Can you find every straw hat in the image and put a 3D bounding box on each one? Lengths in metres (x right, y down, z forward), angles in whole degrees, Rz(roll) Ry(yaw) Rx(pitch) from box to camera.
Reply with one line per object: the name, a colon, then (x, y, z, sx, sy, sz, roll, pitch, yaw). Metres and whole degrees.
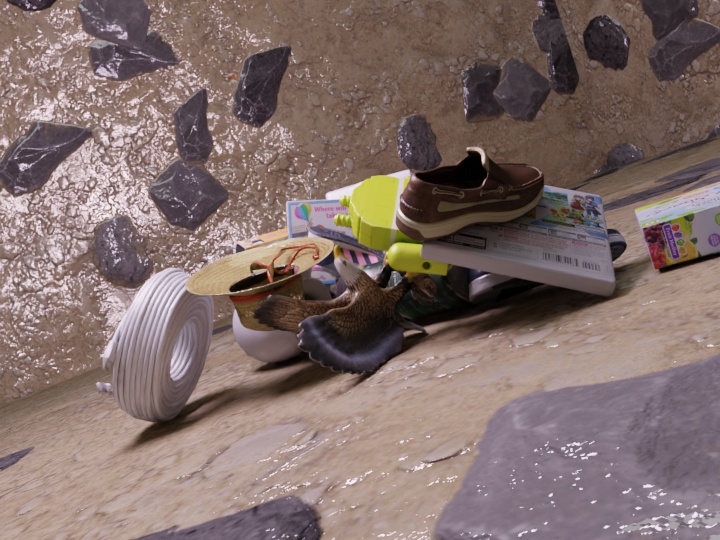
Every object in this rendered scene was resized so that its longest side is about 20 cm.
straw hat: (-0.118, 0.030, 0.879, 0.197, 0.087, 0.202, -12, 19, 4)

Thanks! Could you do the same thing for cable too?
cable: (-0.257, 0.099, 0.902, 0.068, 0.203, 0.201, 13, -25, 7)

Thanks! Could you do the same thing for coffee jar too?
coffee jar: (0.063, 0.025, 0.948, 0.197, 0.087, 0.104, -18, -27, 36)

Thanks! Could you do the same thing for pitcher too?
pitcher: (-0.119, 0.049, 1.025, 0.120, 0.175, 0.199, -10, -2, -36)

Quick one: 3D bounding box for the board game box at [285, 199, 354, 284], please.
board game box: (-0.019, -0.048, 1.106, 0.195, 0.138, 0.034, -3, 2, -10)

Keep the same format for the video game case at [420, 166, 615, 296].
video game case: (0.175, -0.050, 0.756, 0.196, 0.022, 0.183, 11, 36, 7)

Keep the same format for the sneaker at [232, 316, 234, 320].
sneaker: (-0.153, 0.100, 1.270, 0.129, 0.081, 0.199, -24, 14, -29)

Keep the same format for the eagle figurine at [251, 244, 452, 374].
eagle figurine: (-0.010, 0.045, 0.803, 0.199, 0.151, 0.152, -38, -13, -23)

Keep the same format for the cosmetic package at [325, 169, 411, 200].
cosmetic package: (0.045, -0.059, 1.283, 0.162, 0.168, 0.200, -15, -17, 7)

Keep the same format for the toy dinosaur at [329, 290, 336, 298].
toy dinosaur: (0.000, 0.062, 1.155, 0.101, 0.078, 0.199, -33, 14, -20)

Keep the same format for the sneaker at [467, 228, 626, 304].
sneaker: (0.217, -0.056, 0.851, 0.199, 0.149, 0.077, -18, -26, 25)

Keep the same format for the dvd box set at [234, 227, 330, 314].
dvd box set: (-0.127, 0.000, 1.159, 0.029, 0.149, 0.198, 28, 35, 37)

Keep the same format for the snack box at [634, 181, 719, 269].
snack box: (0.391, -0.060, 0.766, 0.140, 0.054, 0.200, -20, 3, 23)

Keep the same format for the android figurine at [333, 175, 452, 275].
android figurine: (0.068, -0.061, 0.803, 0.195, 0.042, 0.183, 7, 36, 2)

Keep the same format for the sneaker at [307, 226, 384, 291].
sneaker: (0.000, 0.000, 1.056, 0.197, 0.083, 0.070, 20, 12, -10)

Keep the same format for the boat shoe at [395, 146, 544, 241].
boat shoe: (0.128, -0.092, 0.721, 0.200, 0.076, 0.074, -21, 44, -33)
